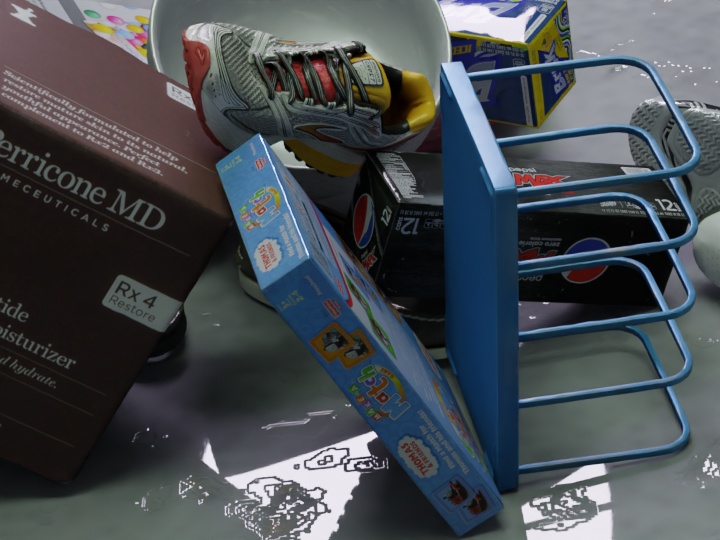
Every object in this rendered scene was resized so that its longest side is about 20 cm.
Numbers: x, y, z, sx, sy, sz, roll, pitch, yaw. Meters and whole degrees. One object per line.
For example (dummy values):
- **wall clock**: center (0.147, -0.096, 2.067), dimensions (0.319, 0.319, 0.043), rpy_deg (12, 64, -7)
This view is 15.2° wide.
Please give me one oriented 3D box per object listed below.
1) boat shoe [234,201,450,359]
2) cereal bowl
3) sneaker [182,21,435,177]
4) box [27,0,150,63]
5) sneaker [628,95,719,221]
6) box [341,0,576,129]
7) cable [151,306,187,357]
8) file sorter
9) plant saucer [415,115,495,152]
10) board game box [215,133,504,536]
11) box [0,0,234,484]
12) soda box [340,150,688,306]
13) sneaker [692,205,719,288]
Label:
- **boat shoe**: center (-0.002, 0.001, 1.679), dimensions (0.201, 0.061, 0.072), rpy_deg (20, 38, 39)
- **cereal bowl**: center (-0.042, -0.127, 1.743), dimensions (0.199, 0.083, 0.201), rpy_deg (4, 59, -6)
- **sneaker**: center (-0.031, -0.111, 1.576), dimensions (0.082, 0.078, 0.200), rpy_deg (-22, -17, 32)
- **box**: center (-0.144, -0.128, 1.823), dimensions (0.199, 0.041, 0.156), rpy_deg (8, 30, -29)
- **sneaker**: center (0.272, -0.062, 1.695), dimensions (0.199, 0.075, 0.115), rpy_deg (26, 28, 28)
- **box**: center (0.043, -0.154, 1.828), dimensions (0.199, 0.070, 0.064), rpy_deg (11, 40, 28)
- **cable**: center (-0.135, -0.016, 1.747), dimensions (0.097, 0.051, 0.200), rpy_deg (5, 30, 13)
- **file sorter**: center (0.118, -0.005, 1.515), dimensions (0.122, 0.201, 0.139), rpy_deg (-8, 34, -8)
- **plant saucer**: center (0.030, -0.137, 1.926), dimensions (0.200, 0.051, 0.201), rpy_deg (-6, 30, 4)
- **board game box**: center (-0.001, 0.035, 1.488), dimensions (0.037, 0.200, 0.151), rpy_deg (-35, 30, 6)
- **box**: center (-0.193, -0.021, 1.563), dimensions (0.165, 0.200, 0.164), rpy_deg (26, 22, -17)
- **soda box**: center (0.094, -0.025, 1.631), dimensions (0.199, 0.071, 0.063), rpy_deg (3, 33, -23)
- **sneaker**: center (0.254, 0.020, 1.583), dimensions (0.201, 0.068, 0.108), rpy_deg (23, 39, 38)
